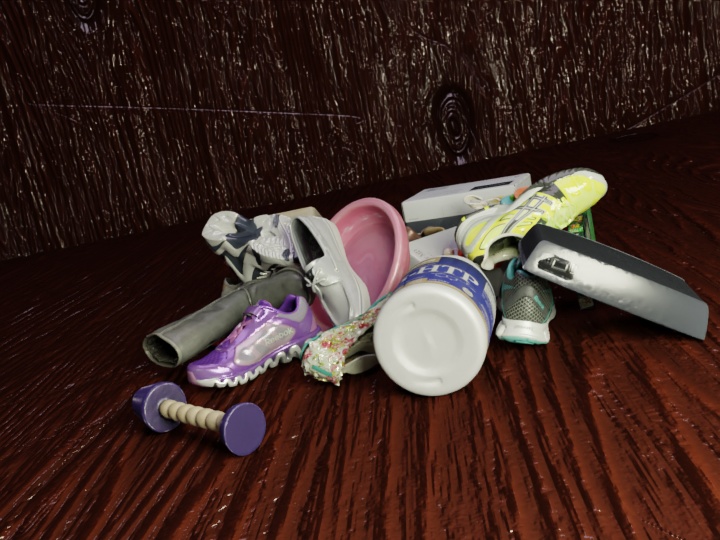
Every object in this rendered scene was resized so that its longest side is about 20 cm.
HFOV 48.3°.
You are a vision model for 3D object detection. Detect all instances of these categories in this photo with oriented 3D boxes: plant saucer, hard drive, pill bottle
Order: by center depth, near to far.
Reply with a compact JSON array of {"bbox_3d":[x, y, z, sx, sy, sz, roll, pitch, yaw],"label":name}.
[{"bbox_3d":[0.273,0.006,0.877,0.198,0.043,0.135,22,16,3],"label":"hard drive"},{"bbox_3d":[0.091,0.049,0.903,0.119,0.121,0.200,-9,12,16],"label":"pill bottle"},{"bbox_3d":[0.000,0.000,1.125,0.051,0.202,0.200,23,-13,-37],"label":"plant saucer"}]

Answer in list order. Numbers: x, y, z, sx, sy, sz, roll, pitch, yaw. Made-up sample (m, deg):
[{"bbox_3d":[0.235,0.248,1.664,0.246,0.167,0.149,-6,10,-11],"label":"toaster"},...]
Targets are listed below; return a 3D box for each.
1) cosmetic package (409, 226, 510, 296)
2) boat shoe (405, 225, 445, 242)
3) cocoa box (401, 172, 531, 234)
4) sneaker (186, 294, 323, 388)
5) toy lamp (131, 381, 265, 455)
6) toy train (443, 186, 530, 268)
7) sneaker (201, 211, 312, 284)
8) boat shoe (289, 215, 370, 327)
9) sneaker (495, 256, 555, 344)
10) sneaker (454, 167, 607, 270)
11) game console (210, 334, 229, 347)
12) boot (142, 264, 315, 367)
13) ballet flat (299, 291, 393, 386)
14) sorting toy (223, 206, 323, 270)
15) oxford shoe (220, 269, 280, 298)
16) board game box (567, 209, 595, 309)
[{"bbox_3d":[0.160,-0.012,1.154,0.199,0.072,0.101,-20,40,-30],"label":"cosmetic package"},{"bbox_3d":[0.114,-0.031,1.229,0.199,0.072,0.072,12,20,-50],"label":"boat shoe"},{"bbox_3d":[0.191,-0.077,1.365,0.198,0.132,0.133,-7,12,25],"label":"cocoa box"},{"bbox_3d":[-0.138,0.087,1.041,0.199,0.089,0.080,-21,16,-32],"label":"sneaker"},{"bbox_3d":[-0.179,0.153,0.853,0.199,0.059,0.058,3,19,45],"label":"toy lamp"},{"bbox_3d":[0.197,-0.066,1.122,0.149,0.056,0.201,9,37,4],"label":"toy train"},{"bbox_3d":[-0.138,-0.017,1.232,0.197,0.130,0.080,6,57,25],"label":"sneaker"},{"bbox_3d":[-0.046,0.003,1.072,0.068,0.201,0.072,13,-42,-41],"label":"boat shoe"},{"bbox_3d":[0.205,0.019,0.972,0.077,0.092,0.200,6,15,7],"label":"sneaker"},{"bbox_3d":[0.219,-0.057,1.003,0.199,0.076,0.077,-28,43,8],"label":"sneaker"},{"bbox_3d":[-0.132,0.074,1.258,0.198,0.031,0.177,-9,7,13],"label":"game console"},{"bbox_3d":[-0.181,0.063,1.112,0.199,0.073,0.181,-23,3,-44],"label":"boot"},{"bbox_3d":[0.011,0.087,0.979,0.064,0.076,0.199,32,41,28],"label":"ballet flat"},{"bbox_3d":[-0.135,-0.017,1.385,0.198,0.070,0.199,-10,-26,16],"label":"sorting toy"},{"bbox_3d":[-0.139,0.023,1.320,0.198,0.058,0.075,-9,6,8],"label":"oxford shoe"},{"bbox_3d":[0.302,-0.027,1.082,0.023,0.106,0.200,-10,11,20],"label":"board game box"}]
